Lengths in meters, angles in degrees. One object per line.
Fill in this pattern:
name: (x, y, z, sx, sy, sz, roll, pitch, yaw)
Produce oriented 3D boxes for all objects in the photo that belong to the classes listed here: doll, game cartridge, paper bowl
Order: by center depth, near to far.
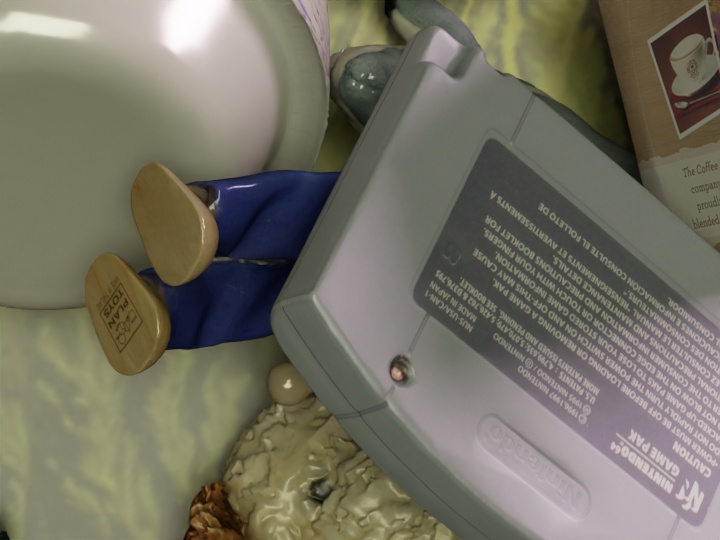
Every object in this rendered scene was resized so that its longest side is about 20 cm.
game cartridge: (0.065, 0.030, 0.909, 0.200, 0.041, 0.133, 39, 58, -22)
paper bowl: (-0.109, -0.066, 0.949, 0.200, 0.201, 0.105, 3, 46, -5)
doll: (0.000, 0.000, 0.955, 0.049, 0.199, 0.137, 54, 129, 33)

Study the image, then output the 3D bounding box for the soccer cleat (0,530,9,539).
soccer cleat: (-0.229, 0.117, 1.010, 0.199, 0.068, 0.073, -20, 86, -2)

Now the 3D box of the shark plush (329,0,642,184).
shark plush: (0.070, -0.029, 1.023, 0.200, 0.083, 0.091, 34, 79, -15)

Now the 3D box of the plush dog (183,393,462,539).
plush dog: (0.026, 0.108, 1.011, 0.172, 0.161, 0.200, 42, 57, 11)

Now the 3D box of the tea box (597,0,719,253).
tea box: (0.220, -0.083, 0.954, 0.196, 0.200, 0.134, -13, 90, -28)
